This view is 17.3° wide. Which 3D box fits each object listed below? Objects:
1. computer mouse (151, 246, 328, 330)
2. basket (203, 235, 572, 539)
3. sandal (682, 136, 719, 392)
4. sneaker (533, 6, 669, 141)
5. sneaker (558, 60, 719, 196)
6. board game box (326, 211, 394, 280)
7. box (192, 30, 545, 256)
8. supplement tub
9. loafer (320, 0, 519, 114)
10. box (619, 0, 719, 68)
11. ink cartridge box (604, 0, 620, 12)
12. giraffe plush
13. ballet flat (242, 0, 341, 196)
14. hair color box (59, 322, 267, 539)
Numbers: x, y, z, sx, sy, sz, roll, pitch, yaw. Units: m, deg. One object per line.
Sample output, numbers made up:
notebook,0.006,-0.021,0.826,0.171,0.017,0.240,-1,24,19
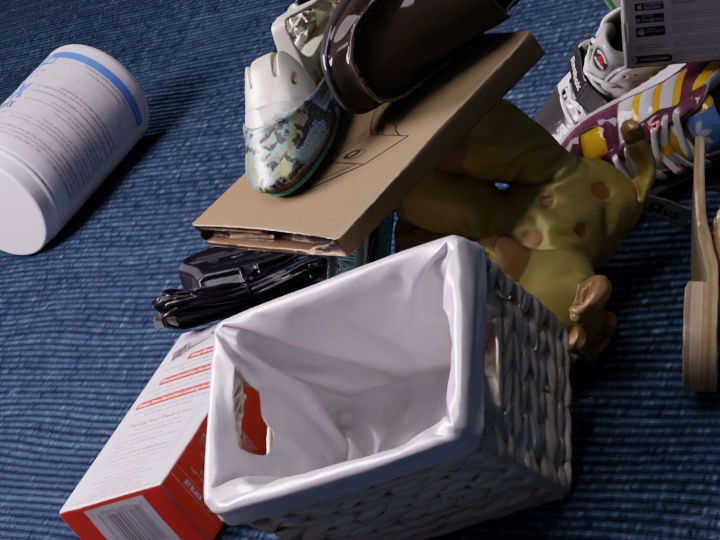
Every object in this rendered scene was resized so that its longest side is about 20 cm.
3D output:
computer mouse,-0.096,0.016,1.854,0.138,0.053,0.200,-15,9,-5
basket,0.019,0.084,1.423,0.200,0.123,0.136,-20,56,34
sandal,0.234,-0.002,1.435,0.070,0.078,0.212,2,39,9
sneaker,0.180,-0.145,1.704,0.200,0.088,0.074,-42,59,26
sneaker,0.207,-0.091,1.616,0.200,0.075,0.090,-40,16,-8
board game box,0.000,0.000,1.607,0.028,0.200,0.135,9,37,6
box,0.005,-0.083,1.512,0.200,0.021,0.163,-46,27,-25
supplement tub,-0.319,-0.126,2.421,0.132,0.132,0.200,-14,30,45
loafer,0.054,-0.174,1.499,0.200,0.073,0.071,-46,25,-25
box,0.273,-0.198,1.579,0.200,0.110,0.035,-4,31,6
ink cartridge box,0.225,-0.248,1.817,0.084,0.145,0.200,-30,22,16
giraffe plush,0.107,0.001,1.523,0.200,0.173,0.162,6,46,10
ballet flat,-0.044,-0.125,1.540,0.074,0.074,0.200,-25,25,28
hair color box,-0.119,0.118,1.702,0.111,0.064,0.200,-19,28,40
